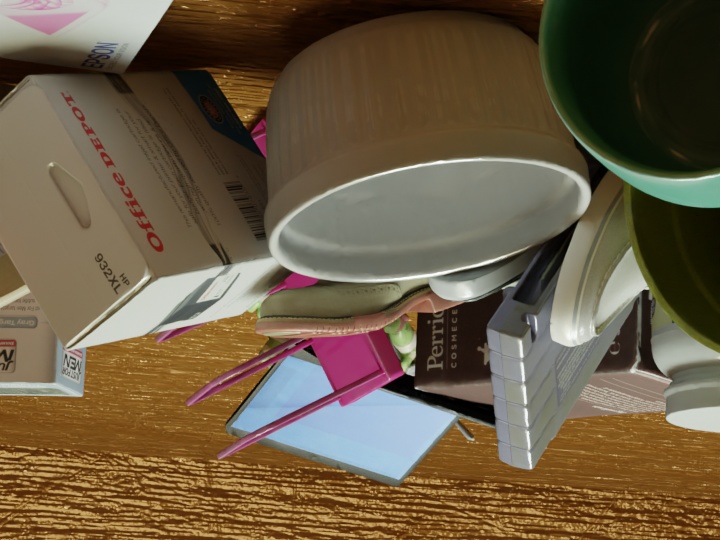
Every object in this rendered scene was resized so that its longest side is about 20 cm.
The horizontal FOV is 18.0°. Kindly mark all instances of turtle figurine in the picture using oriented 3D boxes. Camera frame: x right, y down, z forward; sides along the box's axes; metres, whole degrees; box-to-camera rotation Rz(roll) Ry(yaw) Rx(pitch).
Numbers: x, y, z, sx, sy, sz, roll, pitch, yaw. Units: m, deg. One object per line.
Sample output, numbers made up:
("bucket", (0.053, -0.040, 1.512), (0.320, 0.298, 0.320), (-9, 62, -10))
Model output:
("turtle figurine", (-0.026, 0.067, 1.976), (0.143, 0.201, 0.194), (-26, -159, -15))

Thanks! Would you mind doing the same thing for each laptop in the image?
("laptop", (0.016, 0.129, 1.802), (0.176, 0.104, 0.200), (19, -177, -27))

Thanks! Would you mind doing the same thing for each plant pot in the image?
("plant pot", (0.295, -0.049, 1.374), (0.200, 0.202, 0.192), (-9, 175, 44))

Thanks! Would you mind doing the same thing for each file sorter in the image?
("file sorter", (-0.082, 0.018, 1.603), (0.125, 0.201, 0.139), (-25, 176, -18))

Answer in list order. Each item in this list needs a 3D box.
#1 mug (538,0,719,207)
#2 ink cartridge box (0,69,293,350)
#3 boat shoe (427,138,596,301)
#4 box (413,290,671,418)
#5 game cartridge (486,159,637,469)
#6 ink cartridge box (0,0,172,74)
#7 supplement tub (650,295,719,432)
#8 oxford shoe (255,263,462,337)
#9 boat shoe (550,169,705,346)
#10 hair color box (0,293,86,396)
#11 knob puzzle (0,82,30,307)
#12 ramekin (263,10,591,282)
("mug", (0.192, -0.110, 1.150), (0.184, 0.153, 0.114), (-2, 170, 19))
("ink cartridge box", (-0.135, -0.042, 1.392), (0.084, 0.146, 0.200), (-38, 167, 26))
("boat shoe", (0.112, -0.021, 1.530), (0.073, 0.068, 0.199), (11, -144, 29))
("box", (0.168, 0.017, 1.710), (0.199, 0.167, 0.164), (-7, 165, 37))
("game cartridge", (0.138, 0.020, 1.486), (0.038, 0.200, 0.130), (19, 139, 21))
("ink cartridge box", (-0.208, -0.162, 1.256), (0.198, 0.044, 0.196), (4, 168, -15))
("supplement tub", (0.270, 0.003, 1.544), (0.144, 0.202, 0.145), (2, 168, 1))
("oxford shoe", (0.000, 0.000, 1.491), (0.070, 0.074, 0.199), (-3, -171, 39))
("boat shoe", (0.185, -0.028, 1.432), (0.068, 0.200, 0.072), (21, 144, 23))
("hair color box", (-0.238, -0.017, 1.551), (0.098, 0.202, 0.061), (0, 168, 12))
("knob puzzle", (-0.242, -0.052, 1.473), (0.218, 0.221, 0.031), (4, 136, -8))
("ramekin", (0.035, -0.076, 1.377), (0.199, 0.106, 0.200), (-8, 161, -3))
